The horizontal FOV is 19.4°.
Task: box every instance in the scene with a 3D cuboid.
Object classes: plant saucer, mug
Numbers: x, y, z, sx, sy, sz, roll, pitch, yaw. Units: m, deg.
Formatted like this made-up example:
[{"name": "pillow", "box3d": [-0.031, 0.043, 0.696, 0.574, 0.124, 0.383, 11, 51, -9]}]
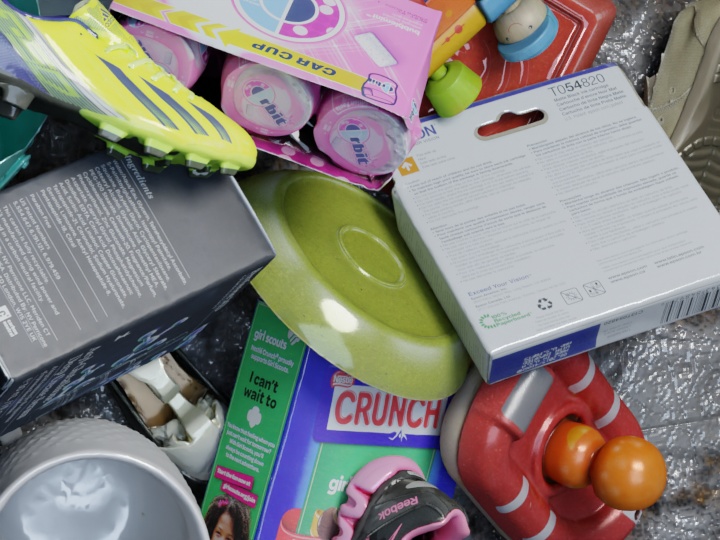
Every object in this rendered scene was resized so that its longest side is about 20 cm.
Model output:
[{"name": "plant saucer", "box3d": [0.063, -0.144, 1.460, 0.199, 0.037, 0.201, 28, 87, -17]}, {"name": "mug", "box3d": [-0.194, 0.187, 1.344, 0.147, 0.175, 0.200, 40, 89, -15]}, {"name": "plant saucer", "box3d": [0.000, 0.000, 1.377, 0.199, 0.201, 0.031, 34, 117, -16]}]

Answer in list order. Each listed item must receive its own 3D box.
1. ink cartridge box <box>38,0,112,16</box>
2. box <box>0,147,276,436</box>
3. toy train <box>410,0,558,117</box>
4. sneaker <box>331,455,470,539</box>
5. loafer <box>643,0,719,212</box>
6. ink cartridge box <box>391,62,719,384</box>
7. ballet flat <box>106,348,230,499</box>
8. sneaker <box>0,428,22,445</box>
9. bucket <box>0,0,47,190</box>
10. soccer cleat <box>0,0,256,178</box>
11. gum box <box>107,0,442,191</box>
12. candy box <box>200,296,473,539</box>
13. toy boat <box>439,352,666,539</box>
[{"name": "ink cartridge box", "box3d": [-0.211, -0.259, 1.314, 0.198, 0.041, 0.201, 14, 124, -16]}, {"name": "box", "box3d": [-0.178, 0.011, 1.276, 0.199, 0.148, 0.108, -27, 81, -34]}, {"name": "toy train", "box3d": [0.035, -0.146, 1.401, 0.200, 0.085, 0.116, -43, 121, -3]}, {"name": "sneaker", "box3d": [0.011, 0.224, 1.347, 0.079, 0.095, 0.202, 19, 92, -44]}, {"name": "loafer", "box3d": [0.232, -0.103, 1.496, 0.075, 0.068, 0.202, 12, 108, -36]}, {"name": "ink cartridge box", "box3d": [0.130, -0.036, 1.406, 0.198, 0.041, 0.201, -17, 55, -15]}, {"name": "ballet flat", "box3d": [-0.129, 0.090, 1.410, 0.068, 0.068, 0.200, -43, 105, -6]}, {"name": "sneaker", "box3d": [-0.303, 0.039, 1.354, 0.111, 0.073, 0.202, -23, 101, -13]}, {"name": "bucket", "box3d": [-0.292, -0.104, 1.270, 0.205, 0.135, 0.209, 8, 61, -15]}, {"name": "soccer cleat", "box3d": [-0.143, -0.112, 1.212, 0.199, 0.065, 0.085, 21, 77, -21]}, {"name": "gum box", "box3d": [-0.050, -0.133, 1.285, 0.198, 0.114, 0.066, 20, 132, 0]}, {"name": "candy box", "box3d": [-0.014, 0.133, 1.413, 0.168, 0.077, 0.202, 13, 91, -42]}, {"name": "toy boat", "box3d": [0.151, 0.128, 1.432, 0.131, 0.130, 0.200, -59, 141, -15]}]
